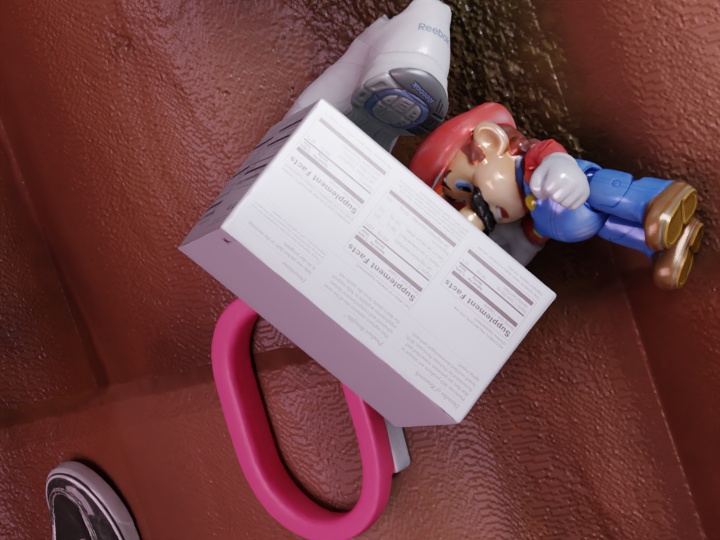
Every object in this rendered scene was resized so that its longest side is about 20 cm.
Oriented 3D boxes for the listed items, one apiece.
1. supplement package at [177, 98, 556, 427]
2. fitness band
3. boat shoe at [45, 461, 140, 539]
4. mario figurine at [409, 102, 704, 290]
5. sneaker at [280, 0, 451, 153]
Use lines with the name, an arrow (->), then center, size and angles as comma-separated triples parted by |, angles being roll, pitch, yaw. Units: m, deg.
supplement package -> 0.000, 0.000, 1.654 | 0.200, 0.111, 0.156 | 40, 168, -8
fitness band -> -0.040, 0.105, 1.855 | 0.143, 0.037, 0.201 | -8, 102, 38
boat shoe -> -0.211, 0.253, 2.021 | 0.071, 0.064, 0.201 | -18, 97, 39
mario figurine -> 0.117, -0.034, 1.640 | 0.199, 0.106, 0.124 | 19, 121, 27
sneaker -> 0.010, -0.123, 1.707 | 0.074, 0.087, 0.200 | 28, 154, -22
